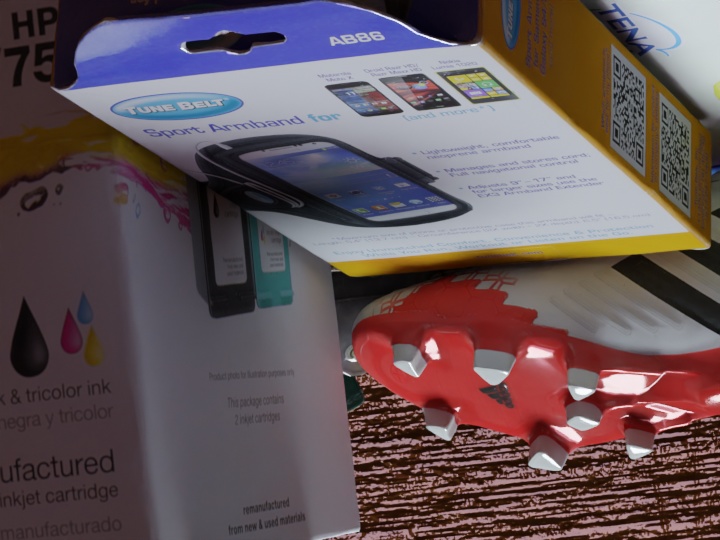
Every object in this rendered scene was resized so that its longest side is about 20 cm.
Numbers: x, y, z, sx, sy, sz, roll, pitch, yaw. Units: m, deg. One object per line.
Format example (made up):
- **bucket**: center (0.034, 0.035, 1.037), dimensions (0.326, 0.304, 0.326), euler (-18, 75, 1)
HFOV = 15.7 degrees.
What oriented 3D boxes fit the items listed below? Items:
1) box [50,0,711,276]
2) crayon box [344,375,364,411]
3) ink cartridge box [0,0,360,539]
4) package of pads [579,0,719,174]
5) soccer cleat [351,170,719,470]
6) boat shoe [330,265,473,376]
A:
- **box**: center (0.008, -0.046, 0.694), dimensions (0.119, 0.042, 0.200), euler (-4, 161, 25)
- **crayon box**: center (-0.094, 0.048, 0.970), dimensions (0.127, 0.051, 0.200), euler (-31, -167, -17)
- **ink cartridge box**: center (-0.101, -0.010, 0.771), dimensions (0.146, 0.201, 0.146), euler (-8, 177, 22)
- **package of pads**: center (0.113, -0.081, 0.751), dimensions (0.154, 0.068, 0.200), euler (-8, 162, 25)
- **soccer cleat**: center (0.095, 0.008, 0.790), dimensions (0.200, 0.085, 0.069), euler (-4, 143, 24)
- **boat shoe**: center (0.000, 0.000, 0.859), dimensions (0.199, 0.074, 0.074), euler (6, 173, 12)
